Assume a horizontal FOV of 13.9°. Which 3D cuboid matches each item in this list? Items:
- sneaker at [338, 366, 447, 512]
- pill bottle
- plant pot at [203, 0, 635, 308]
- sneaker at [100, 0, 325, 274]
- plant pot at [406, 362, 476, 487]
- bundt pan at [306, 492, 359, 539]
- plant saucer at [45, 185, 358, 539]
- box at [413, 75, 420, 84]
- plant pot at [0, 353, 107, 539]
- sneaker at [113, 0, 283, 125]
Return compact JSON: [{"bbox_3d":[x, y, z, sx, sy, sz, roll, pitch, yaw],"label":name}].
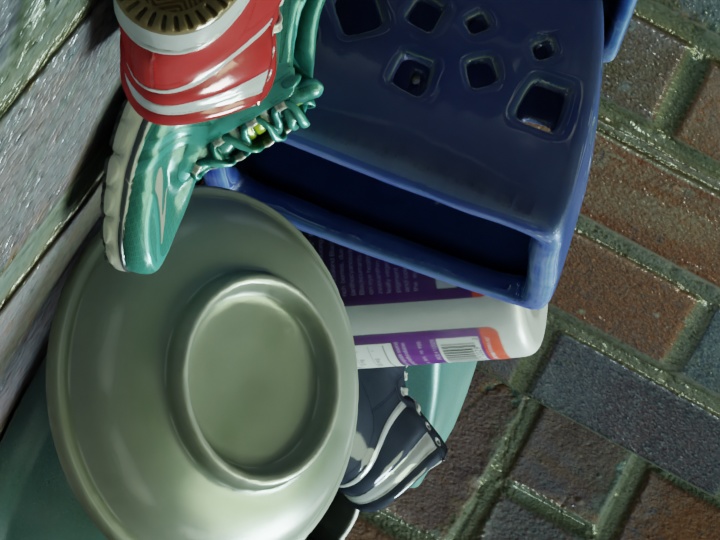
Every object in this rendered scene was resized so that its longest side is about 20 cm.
[{"bbox_3d":[0.011,0.053,1.787,0.070,0.109,0.200,-15,-139,39],"label":"sneaker"},{"bbox_3d":[0.000,0.000,1.678,0.111,0.199,0.112,-4,90,-77],"label":"pill bottle"},{"bbox_3d":[0.037,-0.108,1.515,0.200,0.200,0.180,91,20,-78],"label":"plant pot"},{"bbox_3d":[-0.060,-0.083,1.362,0.200,0.080,0.078,-62,175,8],"label":"sneaker"},{"bbox_3d":[0.014,0.045,2.133,0.141,0.141,0.200,-56,151,-53],"label":"plant pot"},{"bbox_3d":[-0.100,0.145,1.820,0.202,0.076,0.202,-21,128,-30],"label":"bundt pan"},{"bbox_3d":[-0.064,0.056,1.474,0.050,0.200,0.200,-6,-135,48],"label":"plant saucer"},{"bbox_3d":[0.041,-0.158,1.759,0.200,0.122,0.106,-62,175,-9],"label":"box"},{"bbox_3d":[-0.103,0.093,1.584,0.201,0.134,0.200,-60,175,-9],"label":"plant pot"},{"bbox_3d":[-0.040,-0.147,1.259,0.200,0.071,0.113,-51,167,-25],"label":"sneaker"}]
